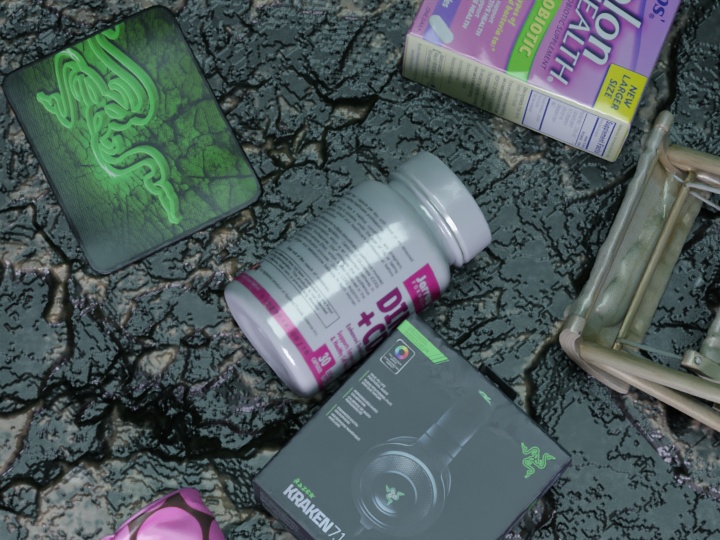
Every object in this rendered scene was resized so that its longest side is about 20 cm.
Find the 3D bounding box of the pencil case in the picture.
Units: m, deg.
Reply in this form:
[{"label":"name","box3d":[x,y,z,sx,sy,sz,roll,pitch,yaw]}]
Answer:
[{"label":"pencil case","box3d":[-0.124,0.274,1.613,0.093,0.091,0.200,-18,70,-43]}]

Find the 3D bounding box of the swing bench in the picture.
[{"label":"swing bench","box3d":[0.284,0.012,1.678,0.199,0.130,0.200,24,76,11]}]

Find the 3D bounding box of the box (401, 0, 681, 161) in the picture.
[{"label":"box","box3d":[0.159,-0.218,1.751,0.199,0.097,0.177,23,75,4]}]

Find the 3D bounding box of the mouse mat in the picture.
[{"label":"mouse mat","box3d":[-0.192,-0.112,1.760,0.160,0.008,0.201,-26,76,-8]}]

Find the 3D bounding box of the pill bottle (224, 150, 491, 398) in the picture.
[{"label":"pill bottle","box3d":[0.000,0.000,1.677,0.200,0.113,0.113,-38,79,-11]}]

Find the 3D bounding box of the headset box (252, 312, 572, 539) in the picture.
[{"label":"headset box","box3d":[0.044,0.159,1.645,0.174,0.093,0.200,43,77,9]}]
